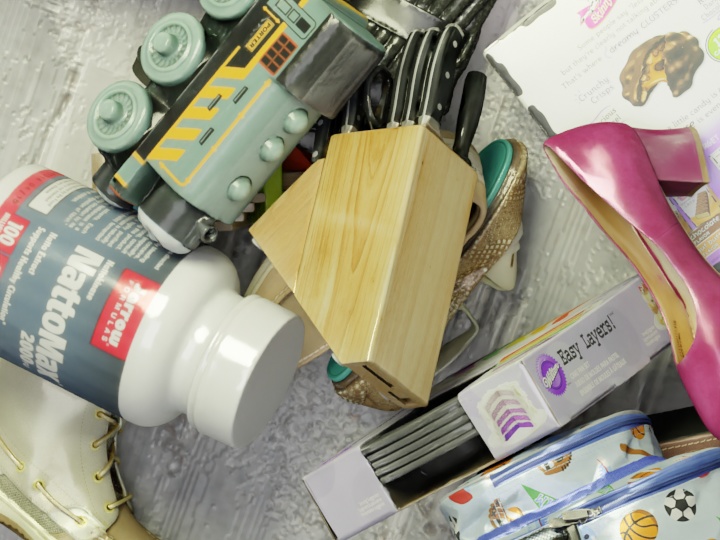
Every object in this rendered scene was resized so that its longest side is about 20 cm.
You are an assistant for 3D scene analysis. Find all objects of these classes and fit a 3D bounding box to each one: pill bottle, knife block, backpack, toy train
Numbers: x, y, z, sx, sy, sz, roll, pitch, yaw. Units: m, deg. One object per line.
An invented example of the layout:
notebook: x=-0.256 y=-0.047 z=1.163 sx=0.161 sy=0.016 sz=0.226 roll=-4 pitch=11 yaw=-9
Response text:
pill bottle: x=-0.142 y=0.026 z=1.657 sx=0.200 sy=0.120 sz=0.120 roll=25 pitch=100 yaw=15
knife block: x=0.030 y=-0.043 z=1.582 sx=0.176 sy=0.064 sz=0.200 roll=-44 pitch=44 yaw=9
backpack: x=0.143 y=0.165 z=1.560 sx=0.190 sy=0.200 sz=0.154 roll=-18 pitch=85 yaw=7
toy train: x=-0.077 y=-0.104 z=1.611 sx=0.200 sy=0.085 sz=0.114 roll=-49 pitch=53 yaw=7

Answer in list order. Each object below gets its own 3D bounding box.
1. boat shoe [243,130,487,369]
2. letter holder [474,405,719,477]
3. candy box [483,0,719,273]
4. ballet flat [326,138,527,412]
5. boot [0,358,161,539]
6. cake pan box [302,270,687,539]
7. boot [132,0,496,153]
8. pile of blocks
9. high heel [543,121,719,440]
boat shoe: x=0.000 y=0.000 z=1.670 sx=0.074 sy=0.069 sz=0.200 roll=32 pitch=113 yaw=-33
letter holder: x=0.187 y=0.168 z=1.688 sx=0.200 sy=0.101 sz=0.142 roll=-13 pitch=96 yaw=11
candy box: x=0.202 y=-0.109 z=1.669 sx=0.168 sy=0.072 sz=0.200 roll=-37 pitch=89 yaw=12
ballet flat: x=0.058 y=0.008 z=1.719 sx=0.065 sy=0.071 sz=0.200 roll=32 pitch=104 yaw=-23
boot: x=-0.165 y=0.112 z=1.757 sx=0.200 sy=0.072 sz=0.155 roll=32 pitch=98 yaw=6
cake pan box: x=0.082 y=0.080 z=1.619 sx=0.184 sy=0.200 sz=0.052 roll=-33 pitch=89 yaw=37
boot: x=-0.025 y=-0.158 z=1.697 sx=0.211 sy=0.079 sz=0.158 roll=17 pitch=104 yaw=-1
pile of blocks: x=-0.100 y=-0.059 z=1.720 sx=0.200 sy=0.082 sz=0.062 roll=0 pitch=96 yaw=10
high heel: x=0.168 y=0.006 z=1.583 sx=0.096 sy=0.067 sz=0.200 roll=-4 pitch=76 yaw=-17
